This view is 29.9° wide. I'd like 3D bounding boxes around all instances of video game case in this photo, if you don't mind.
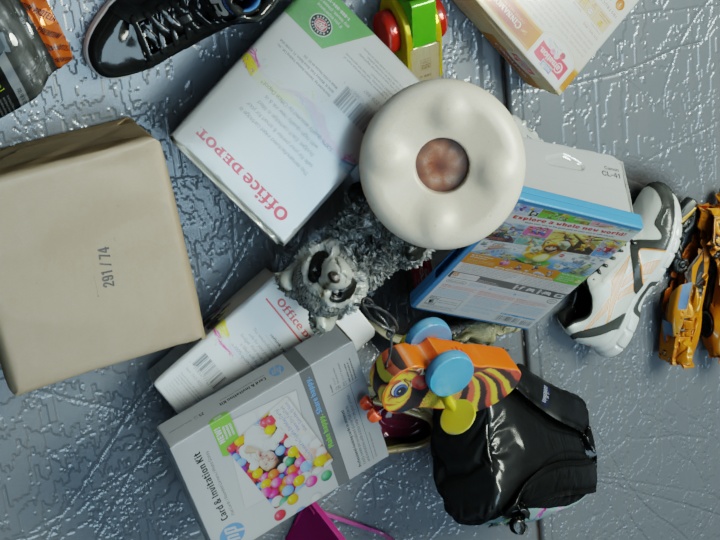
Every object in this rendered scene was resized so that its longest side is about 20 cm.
[{"bbox_3d":[0.154,-0.008,1.283,0.141,0.018,0.200,11,145,-25],"label":"video game case"}]

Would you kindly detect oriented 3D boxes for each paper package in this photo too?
[{"bbox_3d":[-0.256,-0.015,1.221,0.188,0.103,0.203,-17,113,-17],"label":"paper package"}]

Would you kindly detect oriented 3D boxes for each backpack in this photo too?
[{"bbox_3d":[0.163,0.188,1.416,0.198,0.125,0.170,9,77,-48],"label":"backpack"}]

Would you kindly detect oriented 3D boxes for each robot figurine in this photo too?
[{"bbox_3d":[0.404,0.009,1.532,0.143,0.058,0.203,-1,107,-24],"label":"robot figurine"}]

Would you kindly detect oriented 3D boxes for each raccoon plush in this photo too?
[{"bbox_3d":[0.000,0.000,1.292,0.134,0.097,0.200,-44,162,4],"label":"raccoon plush"}]

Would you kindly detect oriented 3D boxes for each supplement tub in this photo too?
[{"bbox_3d":[-0.349,-0.171,1.122,0.198,0.122,0.124,-31,115,-11],"label":"supplement tub"}]

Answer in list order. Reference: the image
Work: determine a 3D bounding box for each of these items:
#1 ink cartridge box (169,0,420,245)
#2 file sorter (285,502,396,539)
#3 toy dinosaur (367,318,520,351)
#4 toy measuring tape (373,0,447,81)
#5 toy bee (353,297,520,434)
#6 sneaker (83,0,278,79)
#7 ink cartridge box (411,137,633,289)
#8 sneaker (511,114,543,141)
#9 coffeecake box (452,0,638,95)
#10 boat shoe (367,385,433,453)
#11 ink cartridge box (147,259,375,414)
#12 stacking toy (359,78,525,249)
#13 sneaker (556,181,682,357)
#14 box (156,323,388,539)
[{"bbox_3d":[-0.062,-0.145,1.254,0.145,0.087,0.200,43,85,-10],"label":"ink cartridge box"},{"bbox_3d":[-0.029,0.375,1.418,0.124,0.139,0.202,24,96,-28],"label":"file sorter"},{"bbox_3d":[0.105,0.070,1.408,0.197,0.088,0.048,-1,109,-23],"label":"toy dinosaur"},{"bbox_3d":[0.050,-0.210,1.325,0.073,0.074,0.202,-20,135,-16],"label":"toy measuring tape"},{"bbox_3d":[0.051,0.097,1.275,0.198,0.131,0.109,30,111,-18],"label":"toy bee"},{"bbox_3d":[-0.152,-0.233,1.192,0.199,0.112,0.074,-34,115,-10],"label":"sneaker"},{"bbox_3d":[0.156,-0.035,1.339,0.145,0.200,0.087,7,59,-22],"label":"ink cartridge box"},{"bbox_3d":[0.163,-0.117,1.387,0.198,0.074,0.089,9,84,-31],"label":"sneaker"},{"bbox_3d":[0.200,-0.304,1.341,0.153,0.073,0.201,42,87,-28],"label":"coffeecake box"},{"bbox_3d":[-0.012,0.156,1.396,0.197,0.066,0.075,-2,108,-20],"label":"boat shoe"},{"bbox_3d":[-0.097,0.081,1.326,0.199,0.068,0.116,-41,104,-6],"label":"ink cartridge box"},{"bbox_3d":[0.076,-0.108,1.240,0.144,0.200,0.149,1,102,4],"label":"stacking toy"},{"bbox_3d":[0.283,-0.005,1.470,0.079,0.074,0.202,19,97,-25],"label":"sneaker"},{"bbox_3d":[-0.079,0.164,1.287,0.198,0.041,0.157,-28,127,-15],"label":"box"}]
